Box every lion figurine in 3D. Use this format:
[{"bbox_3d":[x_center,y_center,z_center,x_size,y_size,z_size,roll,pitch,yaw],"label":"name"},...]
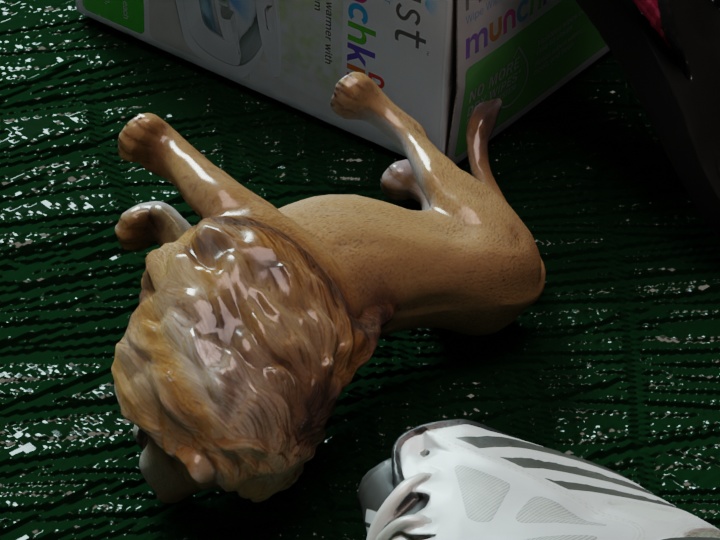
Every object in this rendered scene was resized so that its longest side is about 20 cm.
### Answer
[{"bbox_3d":[0.000,0.000,0.831,0.200,0.073,0.122,-20,48,-33],"label":"lion figurine"}]

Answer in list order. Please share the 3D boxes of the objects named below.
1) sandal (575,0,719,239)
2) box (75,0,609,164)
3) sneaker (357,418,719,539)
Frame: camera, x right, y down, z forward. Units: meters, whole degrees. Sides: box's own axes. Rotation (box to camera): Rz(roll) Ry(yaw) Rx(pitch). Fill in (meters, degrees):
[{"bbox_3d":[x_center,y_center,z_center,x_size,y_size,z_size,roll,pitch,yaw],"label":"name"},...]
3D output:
[{"bbox_3d":[0.105,-0.101,0.897,0.075,0.045,0.200,-27,85,-38],"label":"sandal"},{"bbox_3d":[0.022,-0.147,1.009,0.176,0.097,0.200,25,42,28],"label":"box"},{"bbox_3d":[0.011,0.101,0.704,0.200,0.076,0.115,-14,29,-33],"label":"sneaker"}]
